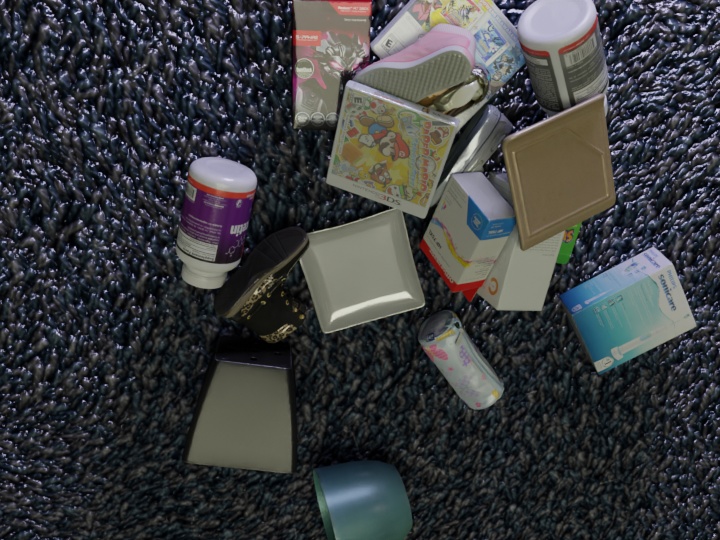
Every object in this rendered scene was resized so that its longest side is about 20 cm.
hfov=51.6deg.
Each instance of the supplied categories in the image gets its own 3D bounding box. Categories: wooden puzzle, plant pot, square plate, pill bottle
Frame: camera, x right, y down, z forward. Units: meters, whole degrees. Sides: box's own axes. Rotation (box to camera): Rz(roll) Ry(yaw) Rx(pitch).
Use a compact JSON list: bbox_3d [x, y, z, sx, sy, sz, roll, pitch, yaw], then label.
[{"bbox_3d":[0.306,-0.150,1.146,0.183,0.037,0.202,-25,122,-14],"label":"wooden puzzle"},{"bbox_3d":[-0.202,0.228,1.336,0.196,0.200,0.180,7,103,-7],"label":"plant pot"},{"bbox_3d":[0.000,0.000,1.331,0.197,0.029,0.201,-15,114,2],"label":"square plate"},{"bbox_3d":[0.009,0.466,1.455,0.159,0.201,0.203,-13,115,-11],"label":"plant pot"},{"bbox_3d":[0.316,-0.310,1.140,0.115,0.117,0.201,-26,138,7],"label":"pill bottle"},{"bbox_3d":[-0.242,-0.077,1.232,0.111,0.113,0.203,12,113,-9],"label":"pill bottle"}]

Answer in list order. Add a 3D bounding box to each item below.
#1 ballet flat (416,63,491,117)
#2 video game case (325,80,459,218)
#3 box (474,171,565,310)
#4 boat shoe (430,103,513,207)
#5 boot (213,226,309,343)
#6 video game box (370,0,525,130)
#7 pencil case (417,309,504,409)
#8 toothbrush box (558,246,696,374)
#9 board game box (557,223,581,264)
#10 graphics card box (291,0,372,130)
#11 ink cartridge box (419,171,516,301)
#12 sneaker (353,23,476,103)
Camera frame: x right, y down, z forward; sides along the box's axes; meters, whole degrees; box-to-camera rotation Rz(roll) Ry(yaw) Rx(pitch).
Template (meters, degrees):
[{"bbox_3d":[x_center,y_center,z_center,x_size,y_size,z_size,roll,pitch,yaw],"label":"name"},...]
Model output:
[{"bbox_3d":[0.114,-0.254,1.157,0.199,0.072,0.072,-30,113,13],"label":"ballet flat"},{"bbox_3d":[0.045,-0.186,1.180,0.180,0.023,0.201,20,138,3],"label":"video game case"},{"bbox_3d":[0.263,-0.049,1.260,0.096,0.124,0.203,3,112,-24],"label":"box"},{"bbox_3d":[0.179,-0.177,1.239,0.066,0.074,0.201,28,115,-23],"label":"boat shoe"},{"bbox_3d":[-0.141,0.031,1.291,0.200,0.073,0.151,-46,138,-3],"label":"boot"},{"bbox_3d":[0.145,-0.351,1.175,0.182,0.047,0.200,-42,111,17],"label":"video game box"},{"bbox_3d":[0.189,0.167,1.389,0.090,0.084,0.201,-22,117,30],"label":"pencil case"},{"bbox_3d":[0.490,0.074,1.370,0.198,0.086,0.147,-29,112,9],"label":"toothbrush box"},{"bbox_3d":[0.349,-0.112,1.308,0.094,0.030,0.203,10,110,-8],"label":"board game box"},{"bbox_3d":[-0.047,-0.324,1.170,0.123,0.051,0.203,1,115,-6],"label":"graphics card box"},{"bbox_3d":[0.170,-0.049,1.240,0.066,0.117,0.201,-10,139,-31],"label":"ink cartridge box"},{"bbox_3d":[0.087,-0.311,1.132,0.198,0.105,0.076,-9,129,31],"label":"sneaker"}]
